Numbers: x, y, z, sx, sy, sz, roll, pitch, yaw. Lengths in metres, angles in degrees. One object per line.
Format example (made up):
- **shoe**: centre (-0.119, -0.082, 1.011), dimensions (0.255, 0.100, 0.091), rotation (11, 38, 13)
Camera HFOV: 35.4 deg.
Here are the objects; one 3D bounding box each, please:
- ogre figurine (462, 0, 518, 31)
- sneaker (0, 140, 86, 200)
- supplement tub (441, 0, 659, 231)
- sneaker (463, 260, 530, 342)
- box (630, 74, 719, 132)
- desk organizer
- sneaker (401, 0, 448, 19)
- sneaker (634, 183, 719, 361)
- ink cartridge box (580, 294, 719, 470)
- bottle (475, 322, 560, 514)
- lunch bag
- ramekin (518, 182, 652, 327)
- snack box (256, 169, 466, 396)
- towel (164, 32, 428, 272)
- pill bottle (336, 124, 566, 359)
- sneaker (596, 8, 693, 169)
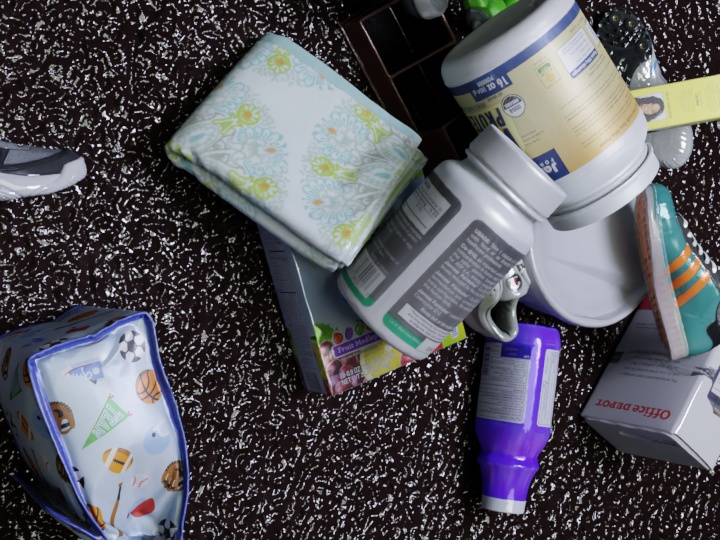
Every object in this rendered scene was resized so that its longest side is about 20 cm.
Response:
- **ogre figurine**: centre (0.162, -0.304, 1.195), dimensions (0.200, 0.098, 0.121), rotation (-1, 87, -59)
- **sneaker**: centre (-0.322, -0.111, 0.908), dimensions (0.199, 0.075, 0.114), rotation (-8, 97, -29)
- **supplement tub**: centre (0.185, -0.153, 1.086), dimensions (0.144, 0.144, 0.200), rotation (-43, 106, -24)
- **sneaker**: centre (0.139, -0.016, 1.145), dimensions (0.074, 0.088, 0.201), rotation (-27, 130, -26)
- **box**: centre (0.335, -0.182, 1.261), dimensions (0.199, 0.075, 0.050), rotation (-10, 93, 7)
- **desk organizer**: centre (0.068, -0.184, 1.152), dimensions (0.072, 0.077, 0.201), rotation (-38, 109, -26)
- **sneaker**: centre (0.021, -0.288, 1.078), dimensions (0.114, 0.200, 0.076), rotation (-19, 133, 11)
- **sneaker**: centre (0.346, -0.004, 1.205), dimensions (0.080, 0.071, 0.201), rotation (-15, 109, 4)
- **ink cartridge box**: centre (0.368, 0.117, 1.301), dimensions (0.084, 0.145, 0.200), rotation (42, 70, -26)
- **bottle**: centre (0.164, 0.156, 1.209), dimensions (0.065, 0.083, 0.201), rotation (11, 84, -39)
- **lunch bag**: centre (-0.218, 0.141, 0.919), dimensions (0.123, 0.170, 0.201), rotation (-22, 102, -27)
- **ramekin**: centre (0.231, -0.039, 1.244), dimensions (0.202, 0.094, 0.204), rotation (0, 90, -33)
- **snack box**: centre (0.000, 0.000, 1.116), dimensions (0.168, 0.068, 0.201), rotation (-21, 99, -29)
- **towel**: centre (-0.052, -0.111, 1.040), dimensions (0.200, 0.048, 0.171), rotation (35, 55, 0)
- **pill bottle**: centre (0.083, -0.026, 1.015), dimensions (0.113, 0.113, 0.200), rotation (38, 103, -26)
- **sneaker**: centre (0.330, -0.212, 1.331), dimensions (0.072, 0.072, 0.201), rotation (-24, 94, 11)
